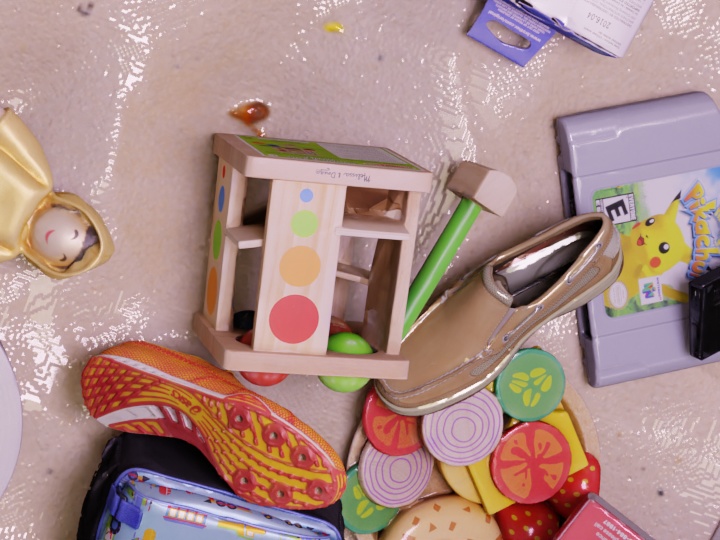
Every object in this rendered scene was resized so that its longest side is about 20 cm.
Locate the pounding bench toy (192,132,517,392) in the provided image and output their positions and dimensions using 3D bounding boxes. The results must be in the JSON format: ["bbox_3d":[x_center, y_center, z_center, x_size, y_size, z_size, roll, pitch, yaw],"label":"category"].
[{"bbox_3d":[0.000,0.000,1.394,0.199,0.124,0.156,4,100,-15],"label":"pounding bench toy"}]

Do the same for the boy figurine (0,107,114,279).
[{"bbox_3d":[-0.254,-0.048,1.353,0.200,0.064,0.125,33,89,-14],"label":"boy figurine"}]

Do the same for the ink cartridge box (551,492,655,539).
[{"bbox_3d":[0.157,0.278,1.444,0.147,0.083,0.200,38,93,7],"label":"ink cartridge box"}]

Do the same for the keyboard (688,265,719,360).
[{"bbox_3d":[0.310,-0.017,1.498,0.200,0.040,0.104,-25,134,-25],"label":"keyboard"}]

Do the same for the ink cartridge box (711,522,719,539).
[{"bbox_3d":[0.356,0.276,1.528,0.200,0.145,0.084,27,92,-18],"label":"ink cartridge box"}]

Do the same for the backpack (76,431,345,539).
[{"bbox_3d":[-0.116,0.227,1.400,0.182,0.135,0.200,19,104,-10],"label":"backpack"}]

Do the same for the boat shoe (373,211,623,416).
[{"bbox_3d":[0.089,0.021,1.413,0.200,0.076,0.072,-39,69,-5],"label":"boat shoe"}]

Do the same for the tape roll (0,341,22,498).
[{"bbox_3d":[-0.325,0.094,1.360,0.200,0.066,0.201,-3,102,-14],"label":"tape roll"}]

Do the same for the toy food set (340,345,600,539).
[{"bbox_3d":[0.080,0.148,1.482,0.200,0.049,0.198,-26,106,-8],"label":"toy food set"}]

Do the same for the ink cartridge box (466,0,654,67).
[{"bbox_3d":[0.144,-0.236,1.409,0.136,0.076,0.200,27,94,-16],"label":"ink cartridge box"}]

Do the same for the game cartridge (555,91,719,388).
[{"bbox_3d":[0.216,-0.023,1.492,0.133,0.040,0.201,-13,104,-16],"label":"game cartridge"}]

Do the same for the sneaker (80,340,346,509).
[{"bbox_3d":[-0.089,0.093,1.364,0.200,0.077,0.073,27,117,22],"label":"sneaker"}]
